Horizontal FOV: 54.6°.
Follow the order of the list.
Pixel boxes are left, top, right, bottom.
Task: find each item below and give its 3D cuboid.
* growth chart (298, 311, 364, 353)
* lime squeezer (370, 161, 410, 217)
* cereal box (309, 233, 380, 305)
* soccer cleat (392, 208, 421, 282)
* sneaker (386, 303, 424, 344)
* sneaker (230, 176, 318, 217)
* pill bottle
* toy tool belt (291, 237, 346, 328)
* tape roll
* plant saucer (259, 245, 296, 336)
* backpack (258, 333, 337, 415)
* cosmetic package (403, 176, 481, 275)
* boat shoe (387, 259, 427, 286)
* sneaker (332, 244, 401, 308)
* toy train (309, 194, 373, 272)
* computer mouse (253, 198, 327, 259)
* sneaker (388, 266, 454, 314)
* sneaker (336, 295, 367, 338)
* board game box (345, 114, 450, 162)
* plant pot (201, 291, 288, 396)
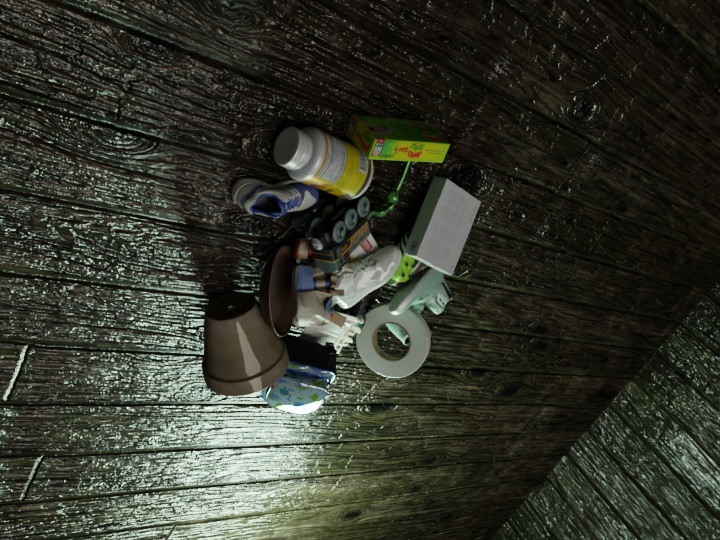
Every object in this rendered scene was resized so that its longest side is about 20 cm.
[{"bbox_3d":[-0.092,0.168,1.762,0.144,0.018,0.200,23,125,-25],"label":"growth chart"},{"bbox_3d":[0.053,-0.169,1.609,0.200,0.038,0.071,-40,110,4],"label":"lime squeezer"},{"bbox_3d":[-0.040,-0.005,1.683,0.200,0.040,0.144,-37,140,-1],"label":"cereal box"},{"bbox_3d":[0.117,-0.070,1.725,0.067,0.081,0.201,22,92,-44],"label":"soccer cleat"},{"bbox_3d":[0.160,0.109,1.883,0.074,0.118,0.201,15,118,-45],"label":"sneaker"},{"bbox_3d":[-0.163,-0.137,1.424,0.199,0.088,0.076,-5,129,-36],"label":"sneaker"},{"bbox_3d":[-0.075,-0.218,1.395,0.199,0.109,0.109,16,117,-45],"label":"pill bottle"},{"bbox_3d":[-0.091,0.029,1.564,0.122,0.201,0.125,2,173,-14],"label":"toy tool belt"},{"bbox_3d":[0.087,0.184,1.848,0.203,0.202,0.037,-55,171,20],"label":"tape roll"},{"bbox_3d":[-0.183,0.045,1.540,0.036,0.201,0.201,3,140,13],"label":"plant saucer"},{"bbox_3d":[-0.165,0.273,1.743,0.182,0.148,0.200,15,138,-12],"label":"backpack"},{"bbox_3d":[0.201,-0.107,1.695,0.150,0.052,0.201,25,86,-41],"label":"cosmetic package"},{"bbox_3d":[0.148,-0.030,1.777,0.201,0.072,0.061,-47,136,6],"label":"boat shoe"},{"bbox_3d":[0.000,0.000,1.630,0.200,0.074,0.116,-43,143,6],"label":"sneaker"},{"bbox_3d":[-0.039,-0.086,1.514,0.200,0.085,0.115,-48,138,-43],"label":"toy train"},{"bbox_3d":[-0.150,-0.087,1.525,0.200,0.034,0.059,-40,142,3],"label":"computer mouse"},{"bbox_3d":[0.163,0.078,1.784,0.200,0.074,0.119,-42,106,-34],"label":"sneaker"},{"bbox_3d":[-0.023,0.113,1.799,0.079,0.075,0.201,-17,145,-42],"label":"sneaker"},{"bbox_3d":[0.079,-0.276,1.464,0.199,0.102,0.048,-4,131,-35],"label":"board game box"},{"bbox_3d":[-0.272,0.152,1.558,0.199,0.200,0.174,-21,122,-19],"label":"plant pot"}]
